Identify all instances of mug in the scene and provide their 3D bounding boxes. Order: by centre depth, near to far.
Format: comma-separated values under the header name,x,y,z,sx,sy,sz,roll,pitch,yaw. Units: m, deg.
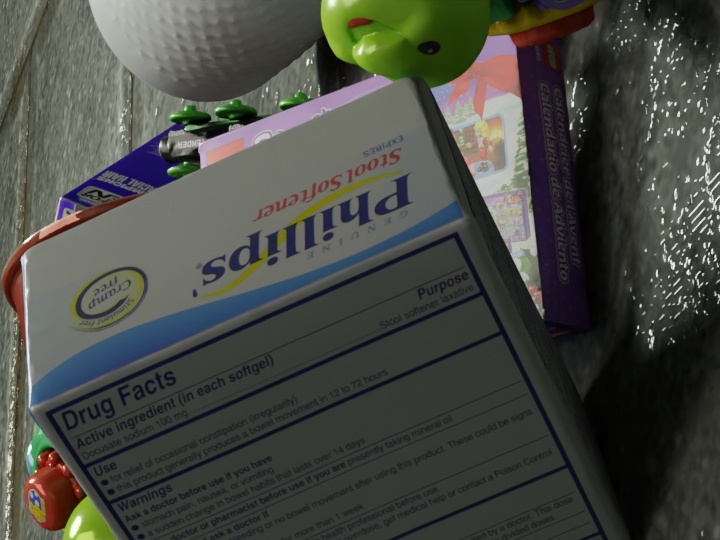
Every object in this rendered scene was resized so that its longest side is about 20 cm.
name,x,y,z,sx,sy,sz,roll,pitch,yaw
mug,-0.093,-0.203,1.445,0.175,0.199,0.149,-28,51,62

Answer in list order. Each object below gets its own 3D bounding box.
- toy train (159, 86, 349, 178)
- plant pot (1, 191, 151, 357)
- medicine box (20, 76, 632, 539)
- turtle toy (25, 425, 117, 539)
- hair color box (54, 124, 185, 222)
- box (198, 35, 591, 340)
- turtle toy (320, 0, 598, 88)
name,x,y,z,sx,sy,sz,roll,pitch,yaw
toy train,-0.013,-0.067,1.215,0.199,0.056,0.042,-4,80,33
plant pot,-0.096,0.085,1.376,0.201,0.199,0.197,127,138,-58
medicine box,-0.012,0.055,0.970,0.103,0.181,0.201,-105,-11,-53
turtle toy,-0.106,0.106,1.184,0.102,0.145,0.200,-59,11,5
hair color box,-0.138,-0.019,1.582,0.200,0.064,0.110,-45,-27,-64
box,0.011,-0.018,1.117,0.199,0.039,0.138,-17,71,38
turtle toy,0.052,-0.139,0.999,0.145,0.199,0.102,-13,99,43
